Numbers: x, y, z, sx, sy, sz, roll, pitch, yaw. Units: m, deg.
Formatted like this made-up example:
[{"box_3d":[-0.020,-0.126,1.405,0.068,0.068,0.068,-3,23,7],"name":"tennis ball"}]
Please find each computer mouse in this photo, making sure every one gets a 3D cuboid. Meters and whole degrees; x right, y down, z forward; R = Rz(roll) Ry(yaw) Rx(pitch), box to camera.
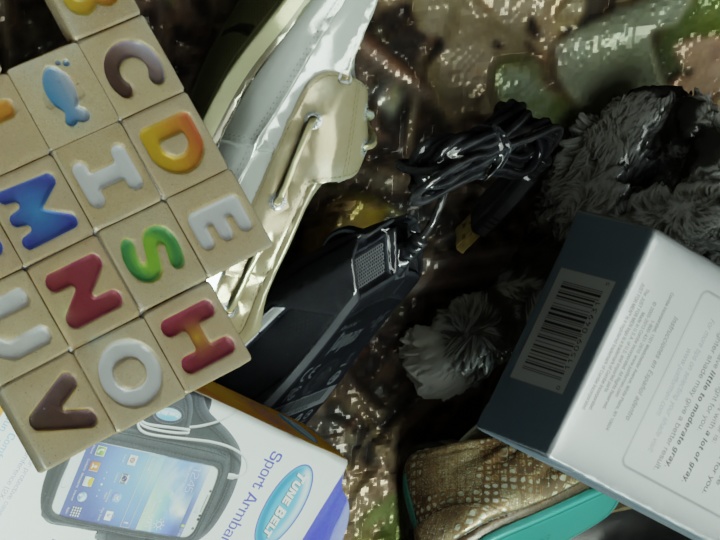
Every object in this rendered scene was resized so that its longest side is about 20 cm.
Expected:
[{"box_3d":[0.000,0.000,1.146,0.200,0.046,0.140,-53,166,28],"name":"computer mouse"}]

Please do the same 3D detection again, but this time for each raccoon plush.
[{"box_3d":[0.123,0.001,1.227,0.200,0.097,0.134,-28,143,18],"name":"raccoon plush"}]

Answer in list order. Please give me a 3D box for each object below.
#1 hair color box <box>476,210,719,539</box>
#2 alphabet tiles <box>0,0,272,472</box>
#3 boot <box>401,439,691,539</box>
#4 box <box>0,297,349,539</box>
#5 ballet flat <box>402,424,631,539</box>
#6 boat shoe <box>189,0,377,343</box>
[{"box_3d":[0.156,0.064,1.132,0.200,0.061,0.099,28,85,-28],"name":"hair color box"},{"box_3d":[-0.123,-0.036,0.987,0.167,0.008,0.200,-28,87,-38],"name":"alphabet tiles"},{"box_3d":[0.099,0.149,1.265,0.150,0.073,0.200,-18,114,-23],"name":"boot"},{"box_3d":[-0.094,0.091,1.055,0.200,0.041,0.119,28,95,-43],"name":"box"},{"box_3d":[0.104,0.073,1.184,0.200,0.065,0.071,-15,147,-30],"name":"ballet flat"},{"box_3d":[-0.030,-0.060,1.079,0.068,0.075,0.200,32,96,-14],"name":"boat shoe"}]
